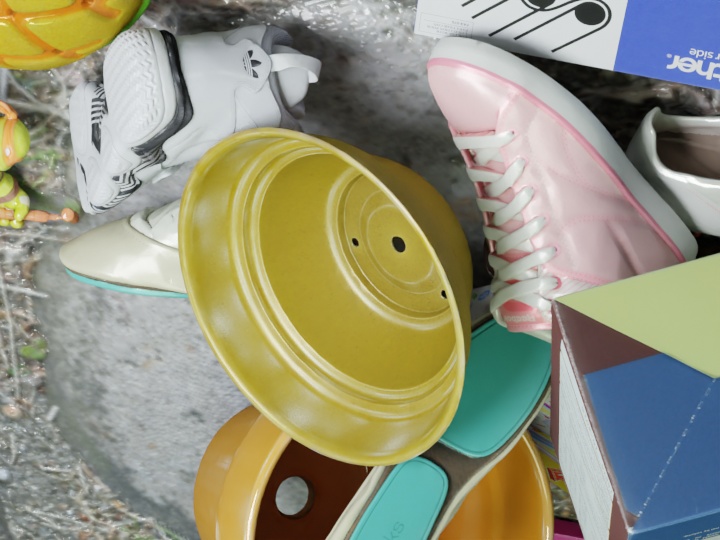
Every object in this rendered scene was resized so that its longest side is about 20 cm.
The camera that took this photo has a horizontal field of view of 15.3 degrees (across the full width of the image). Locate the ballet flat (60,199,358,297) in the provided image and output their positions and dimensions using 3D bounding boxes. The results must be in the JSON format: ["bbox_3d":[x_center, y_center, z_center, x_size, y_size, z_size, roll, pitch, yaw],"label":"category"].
[{"bbox_3d":[-0.076,-0.012,1.586,0.199,0.070,0.070,12,136,0],"label":"ballet flat"}]

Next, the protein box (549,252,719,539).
[{"bbox_3d":[0.213,0.087,1.426,0.198,0.135,0.200,-15,156,-3],"label":"protein box"}]

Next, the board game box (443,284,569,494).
[{"bbox_3d":[0.117,0.082,1.613,0.200,0.034,0.134,35,158,-20],"label":"board game box"}]

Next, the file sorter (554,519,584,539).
[{"bbox_3d":[0.141,0.280,1.776,0.138,0.126,0.200,10,135,4],"label":"file sorter"}]

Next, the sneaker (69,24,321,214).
[{"bbox_3d":[-0.095,-0.083,1.503,0.114,0.075,0.200,-5,166,-19],"label":"sneaker"}]

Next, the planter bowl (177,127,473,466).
[{"bbox_3d":[0.000,0.000,1.468,0.200,0.083,0.201,22,127,32],"label":"planter bowl"}]

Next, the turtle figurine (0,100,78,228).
[{"bbox_3d":[-0.257,-0.081,1.554,0.161,0.065,0.200,2,162,22],"label":"turtle figurine"}]

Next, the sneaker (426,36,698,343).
[{"bbox_3d":[0.093,-0.030,1.444,0.200,0.105,0.075,44,160,-25],"label":"sneaker"}]

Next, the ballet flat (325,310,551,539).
[{"bbox_3d":[0.042,0.103,1.509,0.069,0.200,0.069,37,172,6],"label":"ballet flat"}]

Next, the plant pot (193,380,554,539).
[{"bbox_3d":[-0.013,0.147,1.625,0.200,0.201,0.183,38,168,-23],"label":"plant pot"}]

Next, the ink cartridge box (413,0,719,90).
[{"bbox_3d":[0.132,-0.154,1.407,0.199,0.044,0.094,10,137,4],"label":"ink cartridge box"}]

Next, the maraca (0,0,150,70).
[{"bbox_3d":[-0.165,-0.182,1.408,0.137,0.107,0.200,21,135,-18],"label":"maraca"}]

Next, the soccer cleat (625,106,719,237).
[{"bbox_3d":[0.243,-0.042,1.471,0.199,0.070,0.078,11,148,7],"label":"soccer cleat"}]

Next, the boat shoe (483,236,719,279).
[{"bbox_3d":[0.165,0.017,1.547,0.199,0.071,0.070,15,139,4],"label":"boat shoe"}]
